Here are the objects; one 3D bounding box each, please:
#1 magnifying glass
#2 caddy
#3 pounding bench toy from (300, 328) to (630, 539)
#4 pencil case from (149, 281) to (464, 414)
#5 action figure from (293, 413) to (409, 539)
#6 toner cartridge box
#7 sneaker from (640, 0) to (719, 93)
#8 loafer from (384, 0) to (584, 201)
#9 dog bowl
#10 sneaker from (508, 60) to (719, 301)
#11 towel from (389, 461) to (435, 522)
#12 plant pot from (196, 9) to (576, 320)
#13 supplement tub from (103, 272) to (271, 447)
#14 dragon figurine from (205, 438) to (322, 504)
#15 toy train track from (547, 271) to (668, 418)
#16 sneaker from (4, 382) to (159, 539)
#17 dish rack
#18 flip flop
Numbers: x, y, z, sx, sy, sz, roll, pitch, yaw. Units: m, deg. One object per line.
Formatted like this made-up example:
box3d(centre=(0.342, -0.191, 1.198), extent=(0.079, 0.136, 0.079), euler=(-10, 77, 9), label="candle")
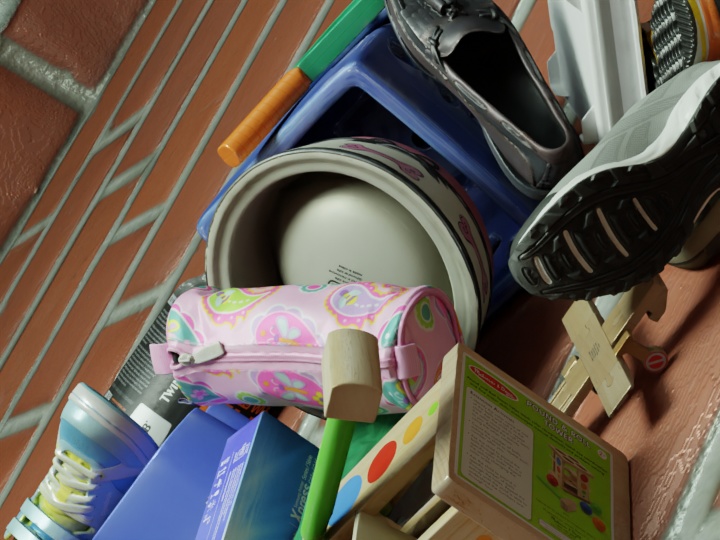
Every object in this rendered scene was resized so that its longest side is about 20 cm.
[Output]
box3d(centre=(-0.028, -0.146, 1.601), extent=(0.200, 0.022, 0.080), euler=(-47, 7, -23), label="magnifying glass")
box3d(centre=(-0.122, 0.193, 1.748), extent=(0.200, 0.105, 0.141), euler=(-54, -7, 8), label="caddy")
box3d(centre=(0.022, 0.135, 1.271), extent=(0.156, 0.200, 0.124), euler=(-46, 19, 28), label="pounding bench toy")
box3d(centre=(-0.034, 0.050, 1.477), extent=(0.200, 0.087, 0.087), euler=(1, 52, 33), label="pencil case")
box3d(centre=(-0.006, 0.158, 1.445), extent=(0.118, 0.055, 0.200), euler=(-23, 30, 43), label="action figure")
box3d(centre=(-0.059, 0.192, 1.467), extent=(0.043, 0.095, 0.200), euler=(-40, 24, 39), label="toner cartridge box")
box3d(centre=(0.228, -0.142, 1.481), extent=(0.200, 0.090, 0.070), euler=(107, 151, -83), label="sneaker")
box3d(centre=(0.085, -0.139, 1.536), extent=(0.072, 0.200, 0.063), euler=(-32, -17, -10), label="loafer")
box3d(centre=(0.000, 0.000, 1.543), extent=(0.200, 0.200, 0.074), euler=(-44, 0, 35), label="dog bowl")
box3d(centre=(0.164, -0.053, 1.353), extent=(0.200, 0.074, 0.079), euler=(-39, 21, -16), label="sneaker")
box3d(centre=(0.022, 0.171, 1.503), extent=(0.191, 0.032, 0.200), euler=(-58, 17, -10), label="towel")
box3d(centre=(0.030, -0.069, 1.663), extent=(0.200, 0.200, 0.180), euler=(-43, 14, 34), label="plant pot")
box3d(centre=(-0.133, 0.093, 1.929), extent=(0.200, 0.122, 0.123), euler=(-56, 16, 2), label="supplement tub")
box3d(centre=(-0.038, 0.171, 1.621), extent=(0.200, 0.099, 0.059), euler=(-40, 11, -14), label="dragon figurine")
box3d(centre=(0.128, 0.087, 1.373), extent=(0.200, 0.033, 0.115), euler=(-56, 22, 19), label="toy train track")
box3d(centre=(-0.217, 0.170, 1.758), extent=(0.131, 0.080, 0.200), euler=(-49, -17, -18), label="sneaker")
box3d(centre=(0.152, -0.163, 1.564), extent=(0.044, 0.172, 0.200), euler=(-11, 20, -1), label="dish rack")
box3d(centre=(0.169, -0.040, 1.438), extent=(0.081, 0.058, 0.200), euler=(-61, 19, -7), label="flip flop")
